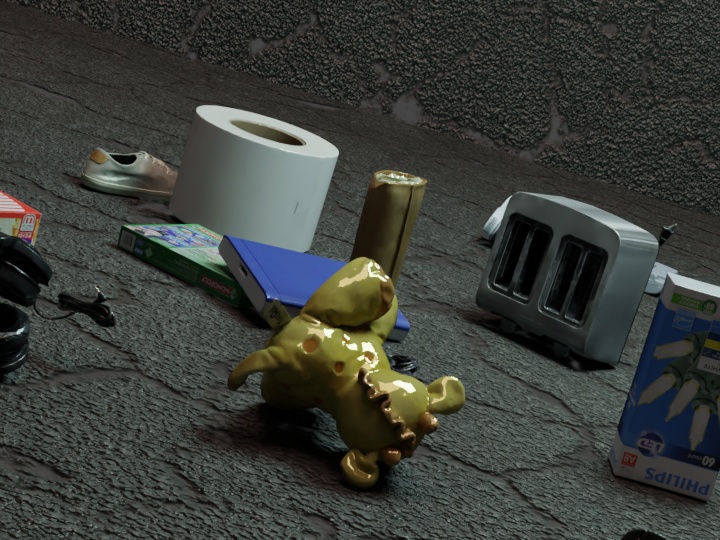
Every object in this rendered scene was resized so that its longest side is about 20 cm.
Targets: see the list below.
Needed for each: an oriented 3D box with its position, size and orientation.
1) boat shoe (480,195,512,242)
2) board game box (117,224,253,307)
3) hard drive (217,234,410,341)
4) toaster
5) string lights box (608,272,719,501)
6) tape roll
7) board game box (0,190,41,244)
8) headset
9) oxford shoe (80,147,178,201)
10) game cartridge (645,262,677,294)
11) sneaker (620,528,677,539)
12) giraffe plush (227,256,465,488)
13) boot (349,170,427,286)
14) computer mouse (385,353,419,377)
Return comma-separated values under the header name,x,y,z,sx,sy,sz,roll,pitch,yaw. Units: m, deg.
name,x,y,z,sx,sy,sz,roll,pitch,yaw
boat shoe,0.247,-0.073,2.583,0.066,0.070,0.200,36,12,6
board game box,-0.169,-0.008,1.858,0.199,0.029,0.134,25,15,33
hard drive,-0.052,0.020,1.801,0.199,0.025,0.132,13,25,-36
toaster,0.264,0.001,1.984,0.180,0.202,0.118,26,11,34
string lights box,0.324,0.115,1.569,0.102,0.202,0.059,15,12,-1
tape roll,-0.142,-0.122,2.110,0.201,0.140,0.203,18,14,-5
board game box,-0.467,-0.068,1.696,0.151,0.047,0.199,26,16,35
headset,-0.291,0.032,1.334,0.093,0.124,0.200,22,8,21
oxford shoe,-0.289,-0.131,2.166,0.199,0.058,0.075,7,13,-42
game cartridge,0.414,-0.012,2.595,0.199,0.042,0.133,21,9,20
sneaker,0.294,0.258,1.230,0.199,0.076,0.090,31,12,40
giraffe plush,0.002,0.100,1.388,0.162,0.173,0.200,43,10,17
boot,0.000,0.000,1.646,0.066,0.202,0.175,19,13,13
computer mouse,0.029,0.114,1.608,0.058,0.034,0.200,1,6,7
